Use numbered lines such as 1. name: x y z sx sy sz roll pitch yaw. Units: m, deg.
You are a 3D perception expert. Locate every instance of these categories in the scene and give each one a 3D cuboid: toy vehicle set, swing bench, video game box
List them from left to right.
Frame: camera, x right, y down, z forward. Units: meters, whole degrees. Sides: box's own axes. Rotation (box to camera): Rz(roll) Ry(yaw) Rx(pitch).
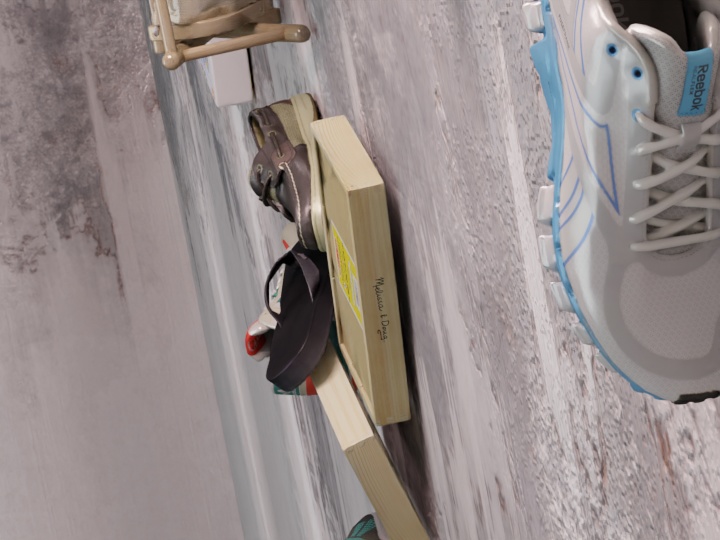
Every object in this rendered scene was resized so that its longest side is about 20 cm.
1. swing bench: -0.130 -0.284 1.770 0.200 0.130 0.199 -133 32 -75
2. video game box: -0.158 -0.298 2.215 0.182 0.047 0.200 -118 18 -55
3. toy vehicle set: 0.000 0.000 1.586 0.124 0.026 0.200 -116 17 -59
4. toy vehicle set: 0.002 0.138 1.686 0.124 0.026 0.200 63 179 -27

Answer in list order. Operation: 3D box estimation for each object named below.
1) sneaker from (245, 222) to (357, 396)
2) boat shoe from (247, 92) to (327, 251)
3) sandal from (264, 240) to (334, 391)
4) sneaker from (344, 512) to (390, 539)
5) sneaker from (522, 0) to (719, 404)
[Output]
1. sneaker: -0.061 0.032 1.850 0.070 0.093 0.200 88 167 -46
2. boat shoe: -0.058 -0.076 1.729 0.201 0.066 0.072 -101 0 -54
3. sandal: -0.050 0.020 1.729 0.043 0.076 0.200 36 -156 -17
4. sneaker: -0.005 0.248 1.785 0.200 0.091 0.078 162 97 -81
5. sneaker: 0.104 -0.050 0.761 0.087 0.075 0.200 167 91 -76
